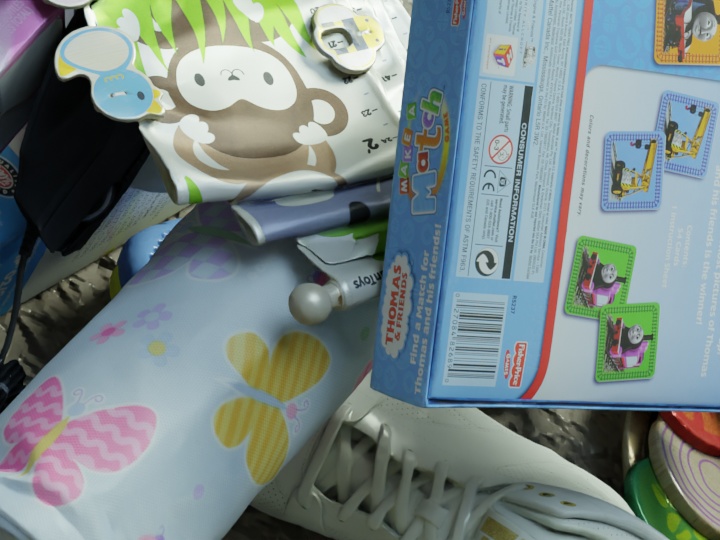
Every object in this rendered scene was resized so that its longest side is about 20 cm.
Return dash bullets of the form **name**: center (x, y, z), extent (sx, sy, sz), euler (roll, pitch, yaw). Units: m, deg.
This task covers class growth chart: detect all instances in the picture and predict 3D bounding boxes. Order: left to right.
- **growth chart**: center (-0.029, -0.072, 0.759), extent (0.144, 0.018, 0.201), euler (-26, 75, -37)

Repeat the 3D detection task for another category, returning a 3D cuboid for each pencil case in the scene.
- **pencil case**: center (-0.058, 0.038, 0.754), extent (0.200, 0.090, 0.083), euler (-47, 123, -32)

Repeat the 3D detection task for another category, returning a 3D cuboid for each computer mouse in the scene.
- **computer mouse**: center (-0.101, 0.002, 0.775), extent (0.034, 0.201, 0.059), euler (19, 1, 9)

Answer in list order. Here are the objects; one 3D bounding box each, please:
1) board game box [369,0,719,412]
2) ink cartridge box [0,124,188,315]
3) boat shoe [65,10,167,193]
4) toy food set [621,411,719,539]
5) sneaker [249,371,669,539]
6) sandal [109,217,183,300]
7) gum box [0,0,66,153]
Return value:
- **board game box**: center (0.101, -0.031, 0.758), extent (0.199, 0.037, 0.153), euler (4, 95, -33)
- **ink cartridge box**: center (-0.118, -0.066, 0.884), extent (0.115, 0.068, 0.200), euler (47, 44, 10)
- **boat shoe**: center (-0.061, -0.120, 0.862), extent (0.072, 0.071, 0.201), euler (23, 49, -17)
- **toy food set**: center (0.189, 0.099, 0.951), extent (0.199, 0.049, 0.199), euler (-14, 62, -39)
- **sneaker**: center (0.027, 0.077, 0.813), extent (0.199, 0.074, 0.116), euler (22, 3, -15)
- **sandal**: center (0.000, 0.000, 0.890), extent (0.199, 0.087, 0.080), euler (-2, 56, -31)
- **gum box**: center (-0.193, -0.045, 0.752), extent (0.113, 0.066, 0.200), euler (38, 72, 6)
